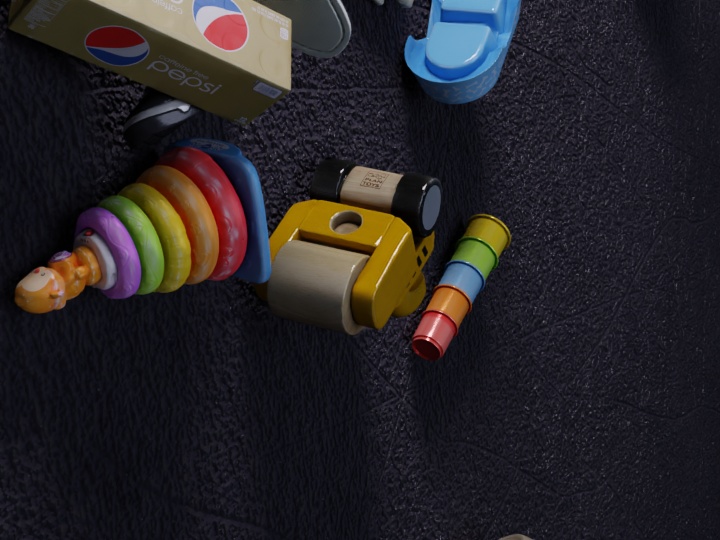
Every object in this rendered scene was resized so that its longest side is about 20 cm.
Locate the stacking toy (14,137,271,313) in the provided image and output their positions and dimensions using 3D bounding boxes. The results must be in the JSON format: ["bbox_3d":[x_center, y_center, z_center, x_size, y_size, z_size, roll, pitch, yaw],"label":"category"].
[{"bbox_3d":[-0.171,-0.018,0.847,0.199,0.115,0.111,-28,121,-40],"label":"stacking toy"}]

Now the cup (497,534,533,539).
[{"bbox_3d":[0.196,0.411,1.391,0.144,0.199,0.200,58,37,-2],"label":"cup"}]

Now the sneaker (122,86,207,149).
[{"bbox_3d":[-0.143,-0.174,0.919,0.083,0.071,0.200,51,44,-15],"label":"sneaker"}]

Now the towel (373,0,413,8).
[{"bbox_3d":[0.006,-0.393,1.175,0.199,0.034,0.195,27,66,-54],"label":"towel"}]

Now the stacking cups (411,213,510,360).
[{"bbox_3d":[0.113,0.022,1.347,0.201,0.060,0.061,-57,137,-34],"label":"stacking cups"}]

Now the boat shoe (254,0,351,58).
[{"bbox_3d":[-0.078,-0.260,0.930,0.200,0.075,0.060,47,33,-11],"label":"boat shoe"}]

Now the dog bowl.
[{"bbox_3d":[0.122,-0.272,1.294,0.050,0.110,0.202,68,37,-54],"label":"dog bowl"}]

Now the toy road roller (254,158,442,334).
[{"bbox_3d":[0.000,0.000,1.081,0.201,0.122,0.147,-57,148,-38],"label":"toy road roller"}]

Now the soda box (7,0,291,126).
[{"bbox_3d":[-0.146,-0.178,0.821,0.199,0.064,0.068,20,58,-36],"label":"soda box"}]
